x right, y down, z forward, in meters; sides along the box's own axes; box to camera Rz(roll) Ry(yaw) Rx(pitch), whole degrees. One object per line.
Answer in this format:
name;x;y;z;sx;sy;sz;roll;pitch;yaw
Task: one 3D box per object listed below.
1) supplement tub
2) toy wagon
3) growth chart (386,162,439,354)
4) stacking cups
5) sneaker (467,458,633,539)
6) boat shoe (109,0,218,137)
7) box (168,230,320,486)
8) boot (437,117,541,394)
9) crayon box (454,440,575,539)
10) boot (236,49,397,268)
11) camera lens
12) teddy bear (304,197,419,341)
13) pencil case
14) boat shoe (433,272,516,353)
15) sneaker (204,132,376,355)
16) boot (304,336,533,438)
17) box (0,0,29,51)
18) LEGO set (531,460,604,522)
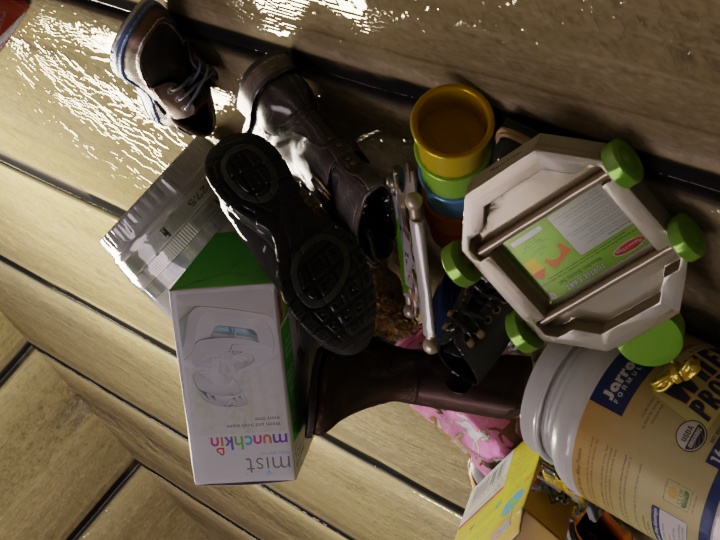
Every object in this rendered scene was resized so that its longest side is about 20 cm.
supplement tub;0.229;0.122;1.252;0.199;0.145;0.145;28;159;35
toy wagon;0.157;0.001;1.165;0.155;0.040;0.200;-32;111;34
growth chart;0.042;-0.015;1.359;0.200;0.018;0.146;-111;13;-80
stacking cups;0.065;-0.067;1.288;0.060;0.061;0.200;36;163;14
sneaker;0.199;0.239;1.756;0.200;0.078;0.077;36;150;4
boat shoe;-0.162;-0.175;1.518;0.072;0.072;0.200;32;171;13
box;-0.096;0.071;1.514;0.200;0.096;0.178;-65;-30;-74
boot;0.101;-0.002;1.235;0.077;0.138;0.200;31;159;31
crayon box;0.135;0.229;1.542;0.051;0.200;0.127;40;119;-5
boot;-0.032;-0.069;1.409;0.174;0.069;0.200;52;166;22
camera lens;-0.134;-0.013;1.683;0.200;0.160;0.160;43;163;-7
teddy bear;0.000;0.000;1.512;0.200;0.067;0.146;34;-149;-58
pencil case;0.107;0.138;1.670;0.200;0.083;0.087;41;175;-2
boat shoe;0.100;0.034;1.425;0.072;0.073;0.200;9;178;-2
sneaker;-0.051;-0.017;1.377;0.201;0.076;0.091;58;170;14
boot;0.058;0.108;1.498;0.199;0.187;0.065;12;116;7
box;-0.429;-0.257;1.824;0.095;0.100;0.200;44;163;-10
LEGO set;0.218;0.159;1.415;0.199;0.116;0.154;33;161;25
